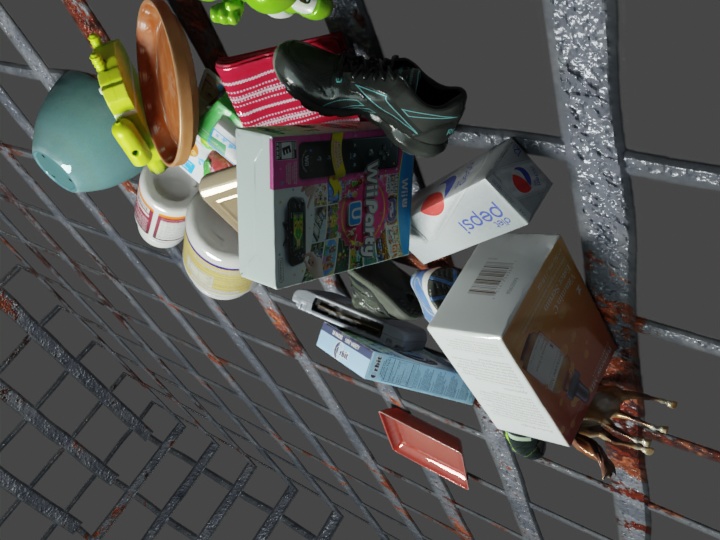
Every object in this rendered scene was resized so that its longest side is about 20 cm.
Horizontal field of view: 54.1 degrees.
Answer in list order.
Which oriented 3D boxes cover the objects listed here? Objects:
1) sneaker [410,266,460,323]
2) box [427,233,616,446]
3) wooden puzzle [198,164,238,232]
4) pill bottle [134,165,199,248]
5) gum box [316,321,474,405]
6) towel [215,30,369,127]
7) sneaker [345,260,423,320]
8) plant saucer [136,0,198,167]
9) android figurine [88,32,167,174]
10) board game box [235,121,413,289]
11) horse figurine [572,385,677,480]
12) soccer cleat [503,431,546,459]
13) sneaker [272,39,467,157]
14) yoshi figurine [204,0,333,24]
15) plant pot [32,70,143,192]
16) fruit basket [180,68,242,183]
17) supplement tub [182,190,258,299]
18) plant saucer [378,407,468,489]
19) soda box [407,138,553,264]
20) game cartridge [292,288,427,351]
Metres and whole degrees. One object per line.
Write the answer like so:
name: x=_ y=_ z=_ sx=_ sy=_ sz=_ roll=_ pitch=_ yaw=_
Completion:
sneaker: x=0.141 y=0.068 z=0.983 sx=0.201 sy=0.076 sz=0.077 roll=56 pitch=162 yaw=-24
box: x=0.195 y=0.079 z=0.825 sx=0.106 sy=0.153 sz=0.201 roll=4 pitch=140 yaw=47
wooden puzzle: x=-0.075 y=-0.076 z=0.886 sx=0.183 sy=0.038 sz=0.200 roll=-13 pitch=142 yaw=19
pill bottle: x=-0.328 y=-0.113 z=1.205 sx=0.109 sy=0.110 sz=0.200 roll=39 pitch=154 yaw=-6
gum box: x=0.056 y=0.140 z=1.078 sx=0.198 sy=0.045 sz=0.170 roll=19 pitch=-178 yaw=-29
towel: x=-0.064 y=-0.170 z=0.800 sx=0.143 sy=0.023 sz=0.201 roll=-10 pitch=140 yaw=10
sneaker: x=0.000 y=0.000 z=1.023 sx=0.199 sy=0.076 sz=0.114 roll=44 pitch=153 yaw=-14
plant saucer: x=-0.241 y=-0.233 z=0.884 sx=0.200 sy=0.032 sz=0.203 roll=33 pitch=129 yaw=55
android figurine: x=-0.323 y=-0.233 z=0.981 sx=0.201 sy=0.041 sz=0.183 roll=73 pitch=178 yaw=-54
board game box: x=-0.032 y=-0.077 z=0.740 sx=0.064 sy=0.199 sz=0.149 roll=16 pitch=112 yaw=41
horse figurine: x=0.305 y=0.182 z=0.872 sx=0.131 sy=0.199 sz=0.051 roll=14 pitch=111 yaw=33
soccer cleat: x=0.262 y=0.235 z=1.107 sx=0.080 sy=0.068 sz=0.201 roll=-6 pitch=132 yaw=37
sneaker: x=0.013 y=-0.186 z=0.694 sx=0.198 sy=0.076 sz=0.079 roll=20 pitch=146 yaw=-16
yoshi figurine: x=-0.118 y=-0.289 z=0.664 sx=0.198 sy=0.112 sz=0.113 roll=23 pitch=145 yaw=20
plant pot: x=-0.467 y=-0.211 z=1.186 sx=0.199 sy=0.135 sz=0.201 roll=28 pitch=154 yaw=15
fruit basket: x=-0.164 y=-0.144 z=0.941 sx=0.185 sy=0.094 sz=0.200 roll=40 pitch=136 yaw=-6
supplement tub: x=-0.212 y=-0.042 z=1.137 sx=0.145 sy=0.146 sz=0.200 roll=36 pitch=154 yaw=0
plant saucer: x=0.145 y=0.374 z=1.508 sx=0.198 sy=0.037 sz=0.201 roll=23 pitch=151 yaw=28
soda box: x=0.114 y=-0.070 z=0.782 sx=0.068 sy=0.064 sz=0.200 roll=43 pitch=153 yaw=-13
game cartridge: x=0.003 y=0.077 z=1.120 sx=0.198 sy=0.042 sz=0.133 roll=21 pitch=-172 yaw=22
